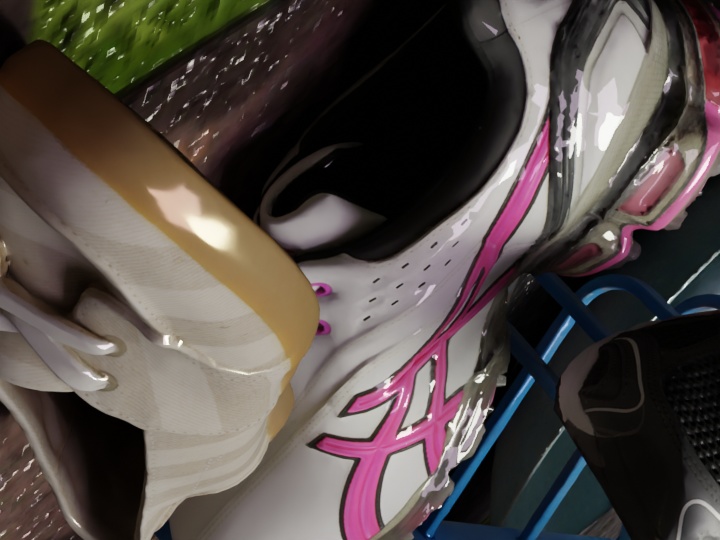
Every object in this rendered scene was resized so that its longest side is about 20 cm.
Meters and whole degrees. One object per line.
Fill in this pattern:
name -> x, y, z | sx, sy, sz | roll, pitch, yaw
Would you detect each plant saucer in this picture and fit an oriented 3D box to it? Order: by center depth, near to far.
plant saucer -> 0.105, 0.021, 1.011 | 0.201, 0.039, 0.201 | -42, 163, -16

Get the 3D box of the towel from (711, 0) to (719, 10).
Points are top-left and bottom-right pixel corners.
towel -> 0.141, -0.084, 0.731 | 0.132, 0.035, 0.200 | -42, -170, -17

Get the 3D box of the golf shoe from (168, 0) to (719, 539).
golf shoe -> 0.000, 0.000, 0.683 | 0.092, 0.073, 0.200 | 14, 124, -38

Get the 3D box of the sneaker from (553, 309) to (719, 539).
sneaker -> 0.127, 0.024, 0.699 | 0.086, 0.081, 0.200 | -42, 163, 32

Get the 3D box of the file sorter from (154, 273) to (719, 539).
file sorter -> 0.073, 0.078, 0.797 | 0.199, 0.139, 0.123 | 10, 119, -45

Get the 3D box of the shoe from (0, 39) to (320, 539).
shoe -> -0.048, 0.015, 0.571 | 0.053, 0.070, 0.200 | -50, 166, -13
